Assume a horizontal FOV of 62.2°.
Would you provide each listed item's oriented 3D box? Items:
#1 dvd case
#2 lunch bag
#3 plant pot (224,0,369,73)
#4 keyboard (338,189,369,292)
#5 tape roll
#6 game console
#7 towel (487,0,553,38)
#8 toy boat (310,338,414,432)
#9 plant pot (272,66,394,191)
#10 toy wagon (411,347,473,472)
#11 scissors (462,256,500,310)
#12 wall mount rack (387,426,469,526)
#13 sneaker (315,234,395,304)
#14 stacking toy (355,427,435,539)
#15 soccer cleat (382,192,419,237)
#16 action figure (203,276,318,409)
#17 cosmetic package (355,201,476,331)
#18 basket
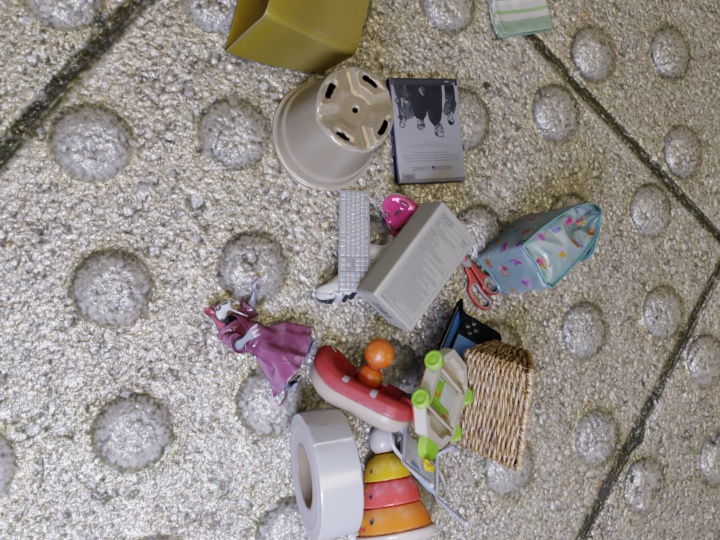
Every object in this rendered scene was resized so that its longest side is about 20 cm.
[{"bbox_3d":[0.128,-0.271,1.161,0.148,0.025,0.203,-5,91,-20],"label":"dvd case"},{"bbox_3d":[0.355,-0.053,1.160,0.199,0.170,0.123,-39,98,-21],"label":"lunch bag"},{"bbox_3d":[-0.093,-0.447,1.004,0.175,0.199,0.203,18,82,-29],"label":"plant pot"},{"bbox_3d":[-0.011,-0.056,1.069,0.055,0.011,0.203,4,66,-10],"label":"keyboard"},{"bbox_3d":[-0.060,0.331,0.981,0.070,0.202,0.206,-4,90,-19],"label":"tape roll"},{"bbox_3d":[0.191,0.178,1.123,0.174,0.116,0.202,29,80,-17],"label":"game console"},{"bbox_3d":[0.322,-0.593,1.243,0.151,0.023,0.203,-17,94,-21],"label":"towel"},{"bbox_3d":[0.015,0.178,1.024,0.198,0.130,0.132,24,93,12],"label":"toy boat"},{"bbox_3d":[-0.037,-0.250,1.015,0.197,0.183,0.204,1,88,-20],"label":"plant pot"},{"bbox_3d":[0.131,0.235,1.007,0.155,0.039,0.202,49,55,-43],"label":"toy wagon"},{"bbox_3d":[0.209,-0.010,1.189,0.073,0.014,0.200,-45,104,-15],"label":"scissors"},{"bbox_3d":[0.128,0.354,1.063,0.074,0.175,0.201,-29,117,22],"label":"wall mount rack"},{"bbox_3d":[0.000,0.000,1.089,0.198,0.075,0.082,-24,83,-21],"label":"sneaker"},{"bbox_3d":[0.049,0.384,1.080,0.144,0.146,0.203,-3,70,-20],"label":"stacking toy"},{"bbox_3d":[0.114,-0.075,1.126,0.070,0.087,0.200,-35,111,26],"label":"soccer cleat"},{"bbox_3d":[-0.179,0.114,1.017,0.198,0.135,0.150,26,123,-5],"label":"action figure"},{"bbox_3d":[0.096,-0.010,1.025,0.104,0.073,0.201,45,75,-23],"label":"cosmetic package"},{"bbox_3d":[0.278,0.245,1.109,0.142,0.148,0.203,-5,103,-46],"label":"basket"}]
